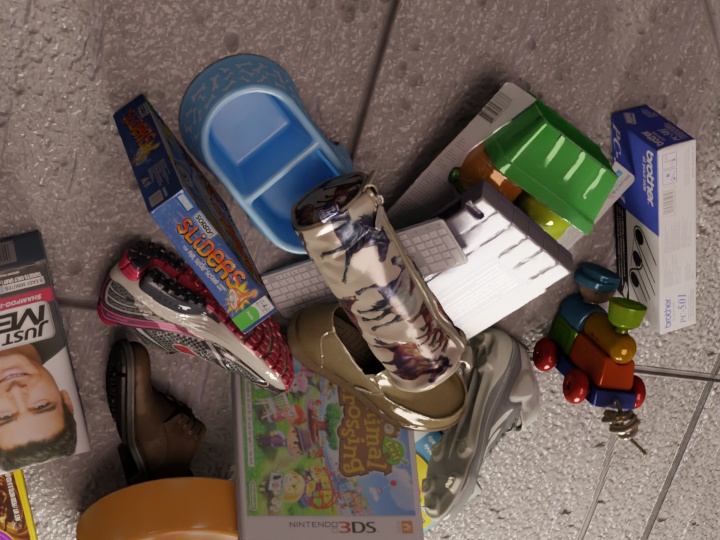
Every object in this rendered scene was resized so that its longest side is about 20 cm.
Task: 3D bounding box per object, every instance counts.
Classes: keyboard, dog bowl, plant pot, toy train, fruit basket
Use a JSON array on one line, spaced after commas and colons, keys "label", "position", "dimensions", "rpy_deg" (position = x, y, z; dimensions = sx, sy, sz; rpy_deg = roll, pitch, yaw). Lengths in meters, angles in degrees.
[{"label": "keyboard", "position": [0.000, 0.000, 1.258], "dimensions": [0.198, 0.011, 0.057], "rpy_deg": [-17, 122, 25]}, {"label": "dog bowl", "position": [-0.074, -0.095, 1.213], "dimensions": [0.111, 0.050, 0.201], "rpy_deg": [-38, 123, 2]}, {"label": "plant pot", "position": [-0.166, 0.322, 1.280], "dimensions": [0.197, 0.185, 0.201], "rpy_deg": [-5, 145, -4]}, {"label": "toy train", "position": [0.251, 0.080, 1.335], "dimensions": [0.083, 0.200, 0.117], "rpy_deg": [7, 110, -22]}, {"label": "fruit basket", "position": [0.133, -0.064, 1.296], "dimensions": [0.184, 0.094, 0.200], "rpy_deg": [30, 119, -29]}]

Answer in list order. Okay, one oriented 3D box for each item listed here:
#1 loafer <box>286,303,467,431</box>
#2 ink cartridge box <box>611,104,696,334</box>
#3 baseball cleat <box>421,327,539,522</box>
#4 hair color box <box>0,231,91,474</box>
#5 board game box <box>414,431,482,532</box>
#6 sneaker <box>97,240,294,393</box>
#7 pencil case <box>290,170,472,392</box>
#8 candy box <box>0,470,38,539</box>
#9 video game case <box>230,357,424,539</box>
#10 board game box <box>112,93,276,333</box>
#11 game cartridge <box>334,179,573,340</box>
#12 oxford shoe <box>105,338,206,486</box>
[{"label": "loafer", "position": [0.024, 0.091, 1.289], "dimensions": [0.198, 0.077, 0.067], "rpy_deg": [26, 151, -21]}, {"label": "ink cartridge box", "position": [0.287, -0.049, 1.339], "dimensions": [0.044, 0.094, 0.203], "rpy_deg": [-15, 120, -13]}, {"label": "baseball cleat", "position": [0.129, 0.163, 1.373], "dimensions": [0.106, 0.069, 0.203], "rpy_deg": [26, 78, -34]}, {"label": "hair color box", "position": [-0.308, 0.076, 1.214], "dimensions": [0.098, 0.061, 0.203], "rpy_deg": [-14, 121, -12]}, {"label": "board game box", "position": [0.006, 0.227, 1.413], "dimensions": [0.199, 0.047, 0.152], "rpy_deg": [-36, 122, 1]}, {"label": "sneaker", "position": [-0.145, 0.052, 1.252], "dimensions": [0.199, 0.081, 0.075], "rpy_deg": [34, 115, -17]}, {"label": "pencil case", "position": [0.021, 0.012, 1.201], "dimensions": [0.089, 0.078, 0.201], "rpy_deg": [-15, 116, 41]}, {"label": "candy box", "position": [-0.361, 0.260, 1.313], "dimensions": [0.101, 0.026, 0.203], "rpy_deg": [-10, 119, -10]}, {"label": "video game case", "position": [-0.032, 0.163, 1.298], "dimensions": [0.179, 0.203, 0.022], "rpy_deg": [4, 156, -21]}, {"label": "board game box", "position": [-0.139, -0.050, 1.124], "dimensions": [0.034, 0.200, 0.136], "rpy_deg": [-34, 123, 1]}, {"label": "game cartridge", "position": [0.086, 0.006, 1.281], "dimensions": [0.129, 0.039, 0.199], "rpy_deg": [34, 130, -29]}, {"label": "oxford shoe", "position": [-0.191, 0.137, 1.286], "dimensions": [0.083, 0.073, 0.202], "rpy_deg": [-16, 133, -14]}]
